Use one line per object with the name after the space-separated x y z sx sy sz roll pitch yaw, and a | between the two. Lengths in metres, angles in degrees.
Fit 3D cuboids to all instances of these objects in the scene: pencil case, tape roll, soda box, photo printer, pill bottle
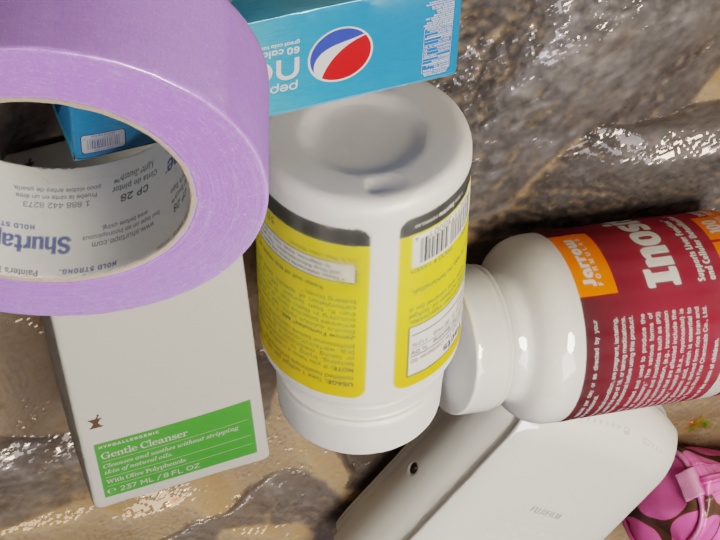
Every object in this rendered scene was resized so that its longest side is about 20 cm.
0.282 0.157 1.435 0.199 0.091 0.094 0 167 -31 | pencil case
-0.139 -0.059 0.892 0.199 0.066 0.200 -2 147 -1 | tape roll
-0.054 -0.118 0.989 0.199 0.068 0.064 -14 138 -16 | soda box
0.102 0.139 1.328 0.166 0.070 0.200 21 119 -41 | photo printer
0.139 0.029 1.207 0.199 0.113 0.113 -8 135 -23 | pill bottle
0.000 0.000 1.102 0.114 0.114 0.201 -14 137 -15 | pill bottle

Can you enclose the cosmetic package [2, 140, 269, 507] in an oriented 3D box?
-0.116 0.022 1.084 0.107 0.085 0.200 -16 138 -10 | cosmetic package
